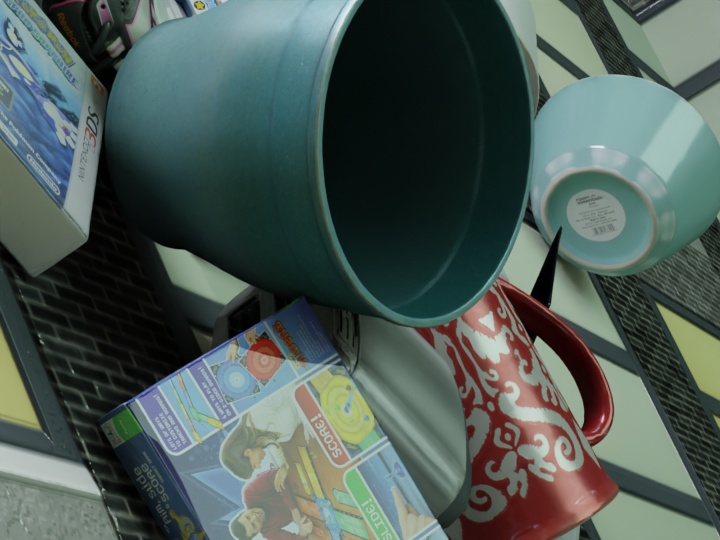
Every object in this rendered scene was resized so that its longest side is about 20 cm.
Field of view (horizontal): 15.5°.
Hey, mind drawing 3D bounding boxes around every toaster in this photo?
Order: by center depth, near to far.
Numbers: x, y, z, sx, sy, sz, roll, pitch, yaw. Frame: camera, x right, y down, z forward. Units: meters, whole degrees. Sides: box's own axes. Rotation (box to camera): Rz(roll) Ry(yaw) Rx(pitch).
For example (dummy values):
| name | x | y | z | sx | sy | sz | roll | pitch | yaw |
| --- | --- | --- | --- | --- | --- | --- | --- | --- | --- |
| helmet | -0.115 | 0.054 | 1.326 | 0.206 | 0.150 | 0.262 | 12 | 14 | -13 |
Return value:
| name | x | y | z | sx | sy | sz | roll | pitch | yaw |
| --- | --- | --- | --- | --- | --- | --- | --- | --- | --- |
| toaster | -0.014 | 0.076 | 1.551 | 0.129 | 0.113 | 0.200 | 48 | 18 | -26 |

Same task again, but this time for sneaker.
| name | x | y | z | sx | sy | sz | roll | pitch | yaw |
| --- | --- | --- | --- | --- | --- | --- | --- | --- | --- |
| sneaker | -0.151 | -0.135 | 1.561 | 0.086 | 0.080 | 0.201 | -7 | 82 | -58 |

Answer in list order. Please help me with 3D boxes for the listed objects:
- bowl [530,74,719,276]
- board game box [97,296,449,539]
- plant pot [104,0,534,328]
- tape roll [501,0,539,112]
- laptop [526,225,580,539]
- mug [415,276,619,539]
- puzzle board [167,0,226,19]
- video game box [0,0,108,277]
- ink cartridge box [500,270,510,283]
| name | x | y | z | sx | sy | sz | roll | pitch | yaw |
| --- | --- | --- | --- | --- | --- | --- | --- | --- | --- |
| bowl | 0.242 | -0.074 | 2.531 | 0.201 | 0.200 | 0.105 | 54 | 35 | -17 |
| board game box | -0.033 | 0.131 | 1.398 | 0.135 | 0.034 | 0.201 | -30 | 89 | -38 |
| plant pot | -0.035 | -0.074 | 1.481 | 0.199 | 0.187 | 0.202 | -7 | 98 | -53 |
| tape roll | 0.029 | -0.149 | 1.916 | 0.202 | 0.202 | 0.071 | 46 | 29 | -37 |
| laptop | 0.155 | 0.103 | 2.012 | 0.201 | 0.115 | 0.187 | 55 | 16 | -11 |
| mug | 0.069 | 0.078 | 1.724 | 0.201 | 0.133 | 0.177 | 63 | 20 | -3 |
| puzzle board | -0.077 | -0.114 | 1.706 | 0.150 | 0.017 | 0.201 | -13 | 68 | -36 |
| video game box | -0.214 | -0.119 | 1.421 | 0.200 | 0.047 | 0.183 | 52 | 14 | -25 |
| ink cartridge box | 0.020 | -0.036 | 2.027 | 0.199 | 0.047 | 0.161 | 6 | 54 | -51 |
